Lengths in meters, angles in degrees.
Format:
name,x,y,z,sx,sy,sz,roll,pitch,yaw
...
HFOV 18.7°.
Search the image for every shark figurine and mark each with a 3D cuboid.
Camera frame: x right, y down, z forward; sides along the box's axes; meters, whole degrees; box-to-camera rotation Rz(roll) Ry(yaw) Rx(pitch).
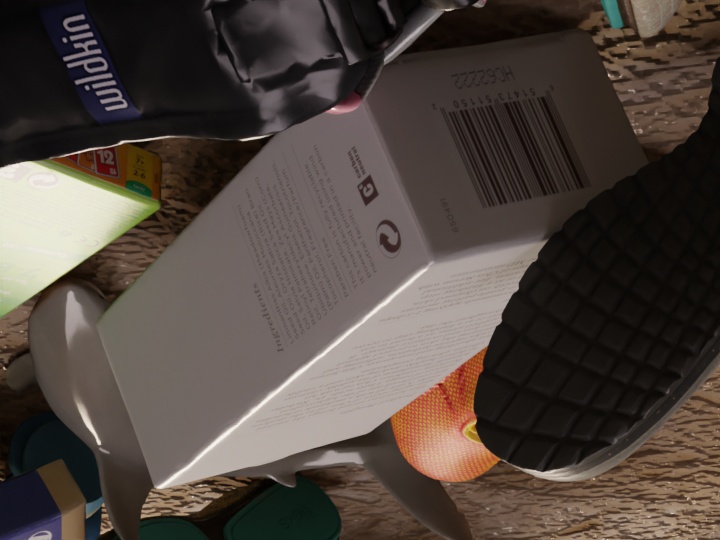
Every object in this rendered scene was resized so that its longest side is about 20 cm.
name,x,y,z,sx,sy,sz,roll,pitch,yaw
shark figurine,-0.067,0.079,0.913,0.214,0.090,0.128,22,146,-32

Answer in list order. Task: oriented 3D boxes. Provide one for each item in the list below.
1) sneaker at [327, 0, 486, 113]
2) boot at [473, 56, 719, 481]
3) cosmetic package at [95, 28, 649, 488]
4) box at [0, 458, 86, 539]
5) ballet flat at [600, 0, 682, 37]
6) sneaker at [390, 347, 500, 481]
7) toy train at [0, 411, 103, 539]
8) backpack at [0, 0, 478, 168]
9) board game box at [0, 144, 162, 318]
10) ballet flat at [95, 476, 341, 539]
name,x,y,z,sx,sy,sz,roll,pitch,yaw
sneaker,-0.029,-0.073,0.630,0.070,0.082,0.200,16,148,-28
boot,0.131,0.004,0.686,0.068,0.200,0.131,33,173,41
cosmetic package,0.000,0.000,0.746,0.101,0.071,0.200,-12,162,-36
box,-0.208,0.156,0.898,0.200,0.032,0.121,-18,141,-23
ballet flat,0.069,-0.127,0.552,0.062,0.067,0.200,-18,149,12
sneaker,0.060,0.036,0.828,0.073,0.077,0.200,11,146,-16
toy train,-0.211,0.104,0.973,0.200,0.085,0.116,9,140,-16
backpack,-0.089,-0.116,0.466,0.190,0.154,0.200,-28,118,39
board game box,-0.167,-0.008,0.810,0.096,0.030,0.200,21,143,-33
ballet flat,-0.074,0.140,0.965,0.071,0.071,0.200,-15,180,26
